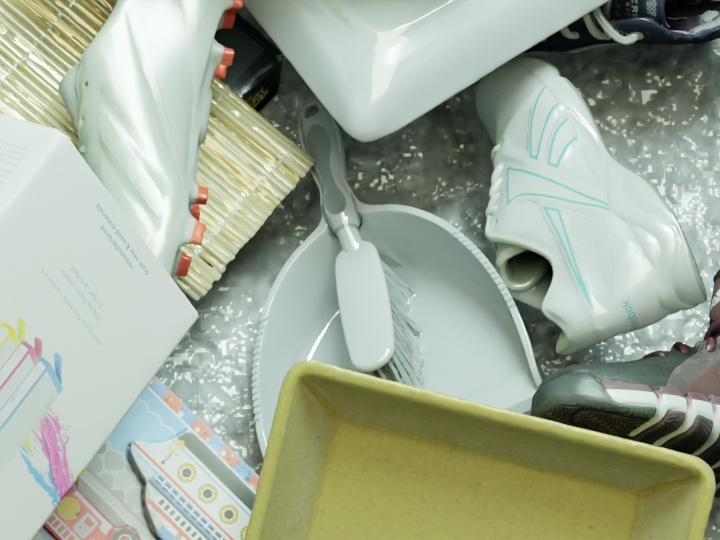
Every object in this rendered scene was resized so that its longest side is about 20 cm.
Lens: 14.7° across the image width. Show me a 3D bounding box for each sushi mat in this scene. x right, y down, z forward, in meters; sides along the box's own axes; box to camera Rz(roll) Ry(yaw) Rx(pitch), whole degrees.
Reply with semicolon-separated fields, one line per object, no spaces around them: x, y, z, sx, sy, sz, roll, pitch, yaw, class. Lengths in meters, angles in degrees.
-0.124;-0.082;1.336;0.200;0.012;0.096;40;73;-5;sushi mat

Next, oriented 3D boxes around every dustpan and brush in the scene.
0.000;0.000;1.343;0.139;0.057;0.201;-24;46;13;dustpan and brush

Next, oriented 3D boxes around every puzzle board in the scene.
-0.130;0.119;1.295;0.200;0.017;0.151;44;79;0;puzzle board

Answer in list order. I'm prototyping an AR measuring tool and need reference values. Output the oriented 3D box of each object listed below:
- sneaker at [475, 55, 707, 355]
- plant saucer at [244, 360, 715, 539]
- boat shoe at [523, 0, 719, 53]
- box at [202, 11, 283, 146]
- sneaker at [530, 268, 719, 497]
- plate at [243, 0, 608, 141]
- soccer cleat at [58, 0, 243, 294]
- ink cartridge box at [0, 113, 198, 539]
0.088;-0.035;1.331;0.080;0.071;0.200;-29;39;-2;sneaker
0.042;0.155;1.274;0.199;0.048;0.201;14;97;1;plant saucer
0.102;-0.140;1.369;0.199;0.093;0.075;-15;112;-21;boat shoe
-0.160;-0.080;1.374;0.159;0.046;0.200;41;73;9;box
0.160;0.045;1.328;0.199;0.076;0.116;14;56;-31;sneaker
0.026;-0.181;1.352;0.199;0.032;0.200;-31;62;-14;plate
-0.106;-0.057;1.298;0.077;0.069;0.201;11;71;-8;soccer cleat
-0.193;0.043;1.174;0.128;0.125;0.200;17;63;41;ink cartridge box
